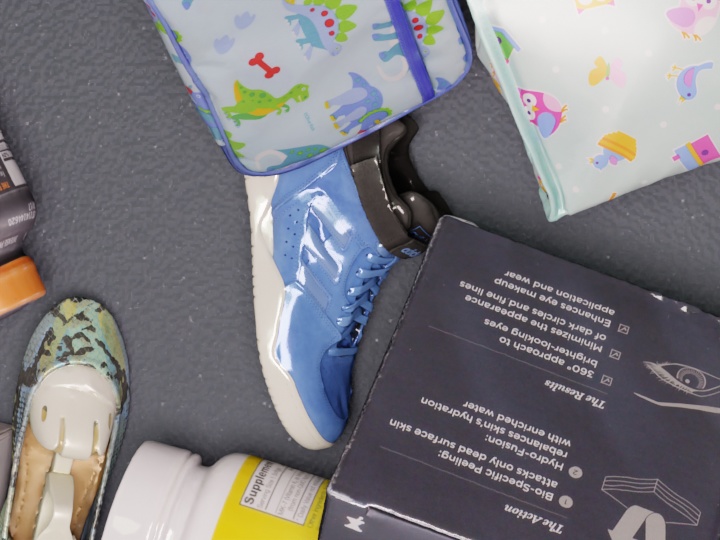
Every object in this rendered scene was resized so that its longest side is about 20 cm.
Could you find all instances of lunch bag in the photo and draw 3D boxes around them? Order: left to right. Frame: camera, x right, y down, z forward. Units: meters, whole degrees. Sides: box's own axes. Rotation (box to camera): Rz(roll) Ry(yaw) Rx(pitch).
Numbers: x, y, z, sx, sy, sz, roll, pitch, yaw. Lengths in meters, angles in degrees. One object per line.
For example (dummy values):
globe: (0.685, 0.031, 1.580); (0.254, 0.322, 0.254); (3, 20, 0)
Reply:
lunch bag: (-0.031, -0.153, 1.116); (0.160, 0.200, 0.083); (-25, 49, -2)
lunch bag: (0.142, -0.153, 1.147); (0.170, 0.122, 0.201); (-20, 108, 9)

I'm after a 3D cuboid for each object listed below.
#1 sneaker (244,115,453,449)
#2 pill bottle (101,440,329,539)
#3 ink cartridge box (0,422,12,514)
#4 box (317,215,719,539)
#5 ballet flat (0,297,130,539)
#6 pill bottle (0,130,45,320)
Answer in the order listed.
sneaker: (0.000, 0.000, 1.210); (0.111, 0.077, 0.201); (-6, 88, 17)
pill bottle: (-0.044, 0.172, 1.213); (0.199, 0.114, 0.115); (17, 97, 6)
ink cartridge box: (-0.324, 0.150, 1.229); (0.199, 0.146, 0.147); (12, 96, 6)
box: (0.097, 0.105, 1.140); (0.196, 0.118, 0.200); (20, 52, 5)
ballet flat: (-0.174, 0.118, 1.245); (0.074, 0.074, 0.201); (10, 98, 6)
pill bottle: (-0.256, -0.059, 1.222); (0.106, 0.106, 0.201); (-26, 91, 8)
